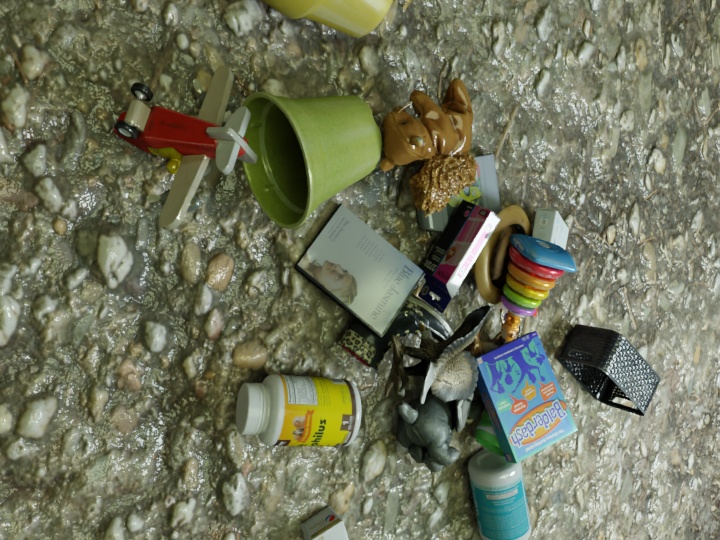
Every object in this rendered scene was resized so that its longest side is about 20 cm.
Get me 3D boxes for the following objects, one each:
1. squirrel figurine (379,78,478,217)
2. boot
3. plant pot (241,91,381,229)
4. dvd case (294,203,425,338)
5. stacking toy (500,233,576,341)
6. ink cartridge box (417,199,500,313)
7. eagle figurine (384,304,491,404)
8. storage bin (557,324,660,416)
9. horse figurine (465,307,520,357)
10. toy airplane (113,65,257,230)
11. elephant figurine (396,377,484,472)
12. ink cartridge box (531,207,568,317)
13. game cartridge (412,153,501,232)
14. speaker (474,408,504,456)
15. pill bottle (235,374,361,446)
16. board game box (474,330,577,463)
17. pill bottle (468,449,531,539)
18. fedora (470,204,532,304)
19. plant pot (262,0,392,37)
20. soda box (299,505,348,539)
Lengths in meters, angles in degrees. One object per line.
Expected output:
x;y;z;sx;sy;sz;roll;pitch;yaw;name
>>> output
0.117;-0.204;0.946;0.185;0.139;0.206;-31;99;-52;squirrel figurine
0.065;0.119;1.016;0.201;0.073;0.157;37;74;-16;boot
-0.069;-0.195;0.884;0.181;0.197;0.207;-25;103;-34;plant pot
0.000;0.000;0.970;0.198;0.018;0.144;38;75;-1;dvd case
0.307;0.043;1.046;0.106;0.117;0.206;11;113;-14;stacking toy
0.173;-0.029;1.029;0.036;0.094;0.204;28;94;-31;ink cartridge box
0.143;0.145;0.947;0.192;0.152;0.157;-3;73;-15;eagle figurine
0.558;0.222;1.243;0.199;0.134;0.095;42;75;-22;storage bin
0.265;0.146;1.133;0.194;0.049;0.138;3;101;-32;horse figurine
-0.239;-0.183;0.810;0.196;0.142;0.203;-30;73;-8;toy airplane
0.161;0.264;1.059;0.141;0.157;0.199;41;60;12;elephant figurine
0.385;-0.009;1.150;0.159;0.046;0.208;19;80;-60;ink cartridge box
0.196;-0.149;1.096;0.194;0.041;0.138;-15;103;-26;game cartridge
0.309;0.270;1.137;0.088;0.088;0.203;40;69;-23;speaker
-0.103;0.232;0.916;0.194;0.108;0.114;10;88;-27;pill bottle
0.313;0.242;1.073;0.148;0.045;0.206;-20;82;-17;board game box
0.287;0.481;1.128;0.108;0.110;0.208;-15;99;-25;pill bottle
0.266;-0.035;1.100;0.196;0.080;0.209;-13;109;-42;fedora
-0.046;-0.482;0.878;0.185;0.197;0.209;16;85;-42;plant pot
-0.043;0.537;0.986;0.066;0.063;0.207;-20;101;-24;soda box
